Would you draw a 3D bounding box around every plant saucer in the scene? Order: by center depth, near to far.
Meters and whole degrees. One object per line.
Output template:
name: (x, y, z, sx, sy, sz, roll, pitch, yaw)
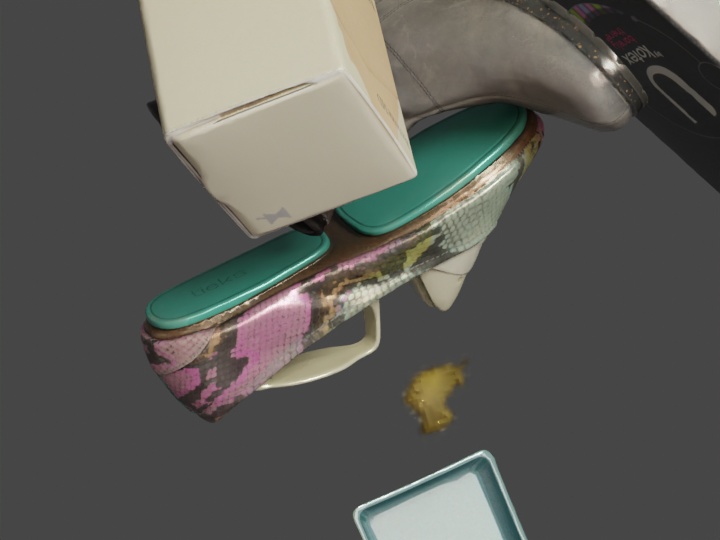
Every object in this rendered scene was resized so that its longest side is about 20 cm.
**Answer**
plant saucer: (0.064, 0.184, 1.149, 0.070, 0.019, 0.200, -23, 90, -15)

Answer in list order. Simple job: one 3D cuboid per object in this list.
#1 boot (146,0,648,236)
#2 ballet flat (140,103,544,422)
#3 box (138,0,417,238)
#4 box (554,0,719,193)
boot: (0.014, -0.065, 1.097, 0.132, 0.200, 0.070, -55, 142, -13)
ballet flat: (0.000, 0.000, 1.131, 0.200, 0.069, 0.071, -32, 118, -7)
box: (-0.045, -0.125, 1.060, 0.078, 0.095, 0.200, -20, 60, 11)
box: (0.177, -0.108, 1.149, 0.200, 0.122, 0.106, 41, 77, -7)
